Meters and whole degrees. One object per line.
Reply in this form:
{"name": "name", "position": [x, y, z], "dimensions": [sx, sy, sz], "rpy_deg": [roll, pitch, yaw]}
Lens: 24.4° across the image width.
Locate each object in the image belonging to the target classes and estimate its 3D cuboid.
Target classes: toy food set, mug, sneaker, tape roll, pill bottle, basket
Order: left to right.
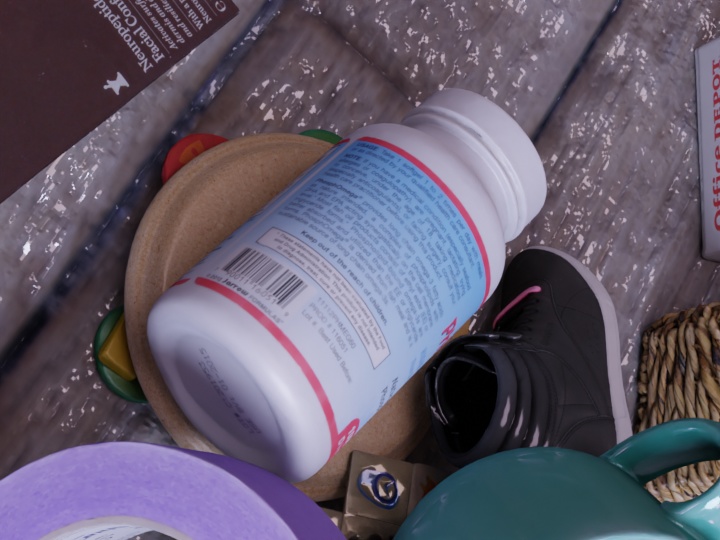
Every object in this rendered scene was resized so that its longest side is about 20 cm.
{"name": "tape roll", "position": [-0.093, 0.176, 0.723], "dimensions": [0.198, 0.085, 0.202], "rpy_deg": [-2, 80, 13]}
{"name": "toy food set", "position": [-0.036, 0.020, 0.875], "dimensions": [0.197, 0.049, 0.201], "rpy_deg": [39, 64, -16]}
{"name": "pill bottle", "position": [0.000, 0.000, 0.808], "dimensions": [0.200, 0.109, 0.109], "rpy_deg": [-42, 100, -29]}
{"name": "sneaker", "position": [0.082, 0.041, 0.882], "dimensions": [0.099, 0.071, 0.201], "rpy_deg": [27, 34, -26]}
{"name": "mug", "position": [0.097, 0.154, 0.769], "dimensions": [0.183, 0.114, 0.153], "rpy_deg": [-19, 116, -13]}
{"name": "basket", "position": [0.281, 0.082, 0.983], "dimensions": [0.198, 0.149, 0.144], "rpy_deg": [16, 72, -25]}

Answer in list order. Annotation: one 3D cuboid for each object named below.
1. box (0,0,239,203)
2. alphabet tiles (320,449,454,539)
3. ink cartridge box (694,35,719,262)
{"name": "box", "position": [-0.166, -0.104, 0.815], "dimensions": [0.200, 0.075, 0.100], "rpy_deg": [-44, 102, -27]}
{"name": "alphabet tiles", "position": [0.046, 0.183, 0.829], "dimensions": [0.198, 0.006, 0.168], "rpy_deg": [15, 67, -14]}
{"name": "ink cartridge box", "position": [0.290, -0.091, 0.995], "dimensions": [0.084, 0.200, 0.147], "rpy_deg": [6, 76, -22]}
